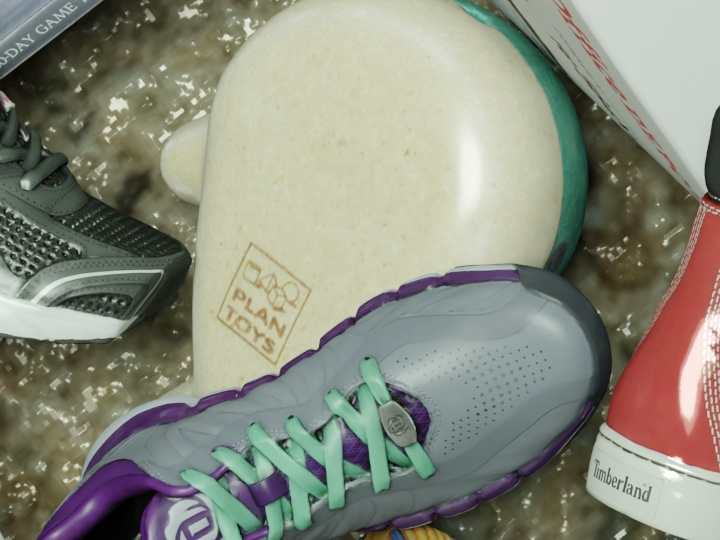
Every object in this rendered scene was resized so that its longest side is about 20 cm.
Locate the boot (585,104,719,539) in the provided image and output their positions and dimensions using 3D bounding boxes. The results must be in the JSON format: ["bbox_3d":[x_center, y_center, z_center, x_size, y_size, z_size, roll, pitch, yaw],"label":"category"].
[{"bbox_3d":[0.164,0.013,0.780,0.072,0.200,0.144,25,100,46],"label":"boot"}]

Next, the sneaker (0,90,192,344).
[{"bbox_3d":[-0.145,-0.046,0.845,0.200,0.080,0.086,24,107,-2],"label":"sneaker"}]

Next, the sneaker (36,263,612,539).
[{"bbox_3d":[-0.016,0.064,0.800,0.200,0.088,0.074,-25,101,30],"label":"sneaker"}]

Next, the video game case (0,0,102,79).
[{"bbox_3d":[-0.111,-0.141,0.901,0.200,0.019,0.143,-33,50,25],"label":"video game case"}]

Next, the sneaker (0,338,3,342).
[{"bbox_3d":[-0.187,0.030,0.915,0.081,0.075,0.200,32,86,16],"label":"sneaker"}]

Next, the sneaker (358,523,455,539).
[{"bbox_3d":[-0.013,0.178,0.850,0.088,0.075,0.200,37,107,-17],"label":"sneaker"}]

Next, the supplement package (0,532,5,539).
[{"bbox_3d":[-0.182,0.100,0.785,0.109,0.200,0.114,13,103,-24],"label":"supplement package"}]

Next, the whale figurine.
[{"bbox_3d":[0.000,0.000,0.883,0.159,0.104,0.200,36,111,25],"label":"whale figurine"}]

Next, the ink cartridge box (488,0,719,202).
[{"bbox_3d":[0.074,-0.117,0.813,0.084,0.146,0.200,-41,43,2],"label":"ink cartridge box"}]
